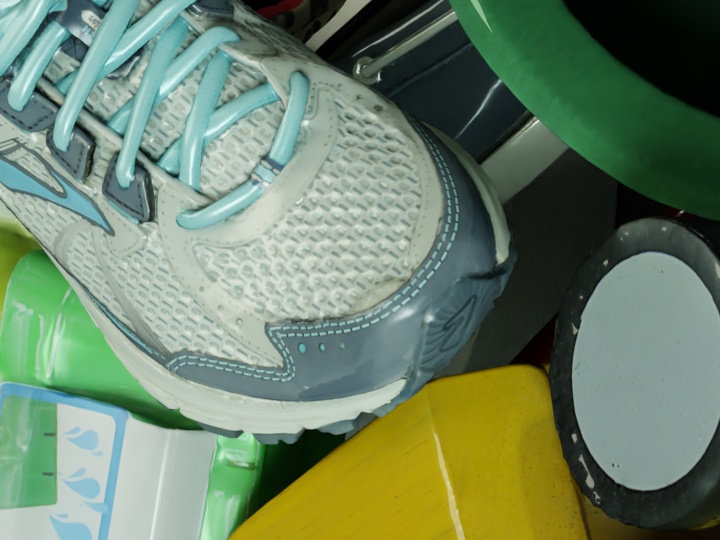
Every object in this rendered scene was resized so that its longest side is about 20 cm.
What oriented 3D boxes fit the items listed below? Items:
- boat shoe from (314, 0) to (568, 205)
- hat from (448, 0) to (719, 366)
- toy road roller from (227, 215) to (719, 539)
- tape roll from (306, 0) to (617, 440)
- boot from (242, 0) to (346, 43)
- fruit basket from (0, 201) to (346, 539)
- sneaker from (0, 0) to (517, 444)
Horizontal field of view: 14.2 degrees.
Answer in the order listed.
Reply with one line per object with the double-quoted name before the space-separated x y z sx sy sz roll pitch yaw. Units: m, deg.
"boat shoe" 0.067 -0.101 0.693 0.200 0.062 0.075 -47 17 15
"hat" 0.084 -0.060 0.657 0.176 0.200 0.166 95 155 -74
"toy road roller" 0.073 0.085 0.570 0.200 0.123 0.146 -37 57 47
"tape roll" 0.000 0.000 0.819 0.203 0.037 0.203 -34 47 48
"boot" -0.047 -0.076 0.773 0.151 0.073 0.200 -46 7 43
"fruit basket" -0.108 0.055 0.679 0.094 0.200 0.186 -6 -74 -77
"sneaker" -0.054 -0.036 0.590 0.200 0.086 0.078 32 78 39
